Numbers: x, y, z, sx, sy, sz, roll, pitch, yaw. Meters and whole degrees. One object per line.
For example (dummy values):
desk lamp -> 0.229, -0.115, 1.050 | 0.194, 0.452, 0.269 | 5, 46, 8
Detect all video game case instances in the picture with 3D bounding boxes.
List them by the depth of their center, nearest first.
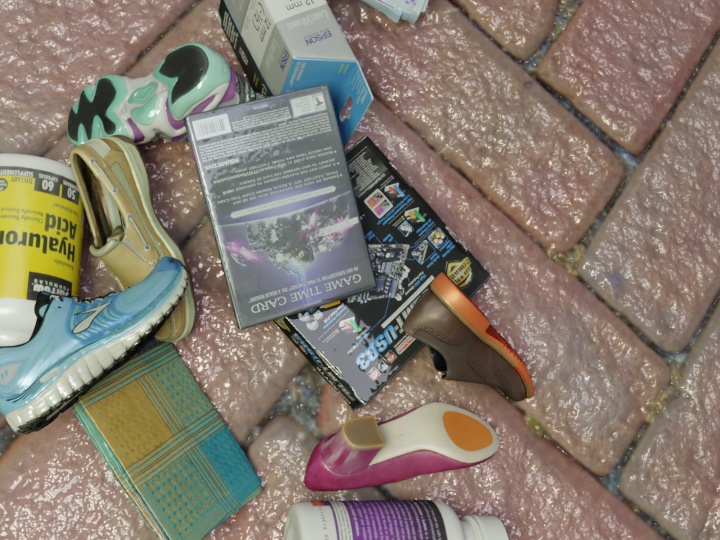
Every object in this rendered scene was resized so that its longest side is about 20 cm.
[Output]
video game case -> -0.073, -0.061, 0.885 | 0.141, 0.019, 0.203 | -16, 97, -17

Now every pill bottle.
pill bottle -> -0.310, 0.007, 0.846 | 0.110, 0.111, 0.203 | 3, 74, -14
pill bottle -> 0.033, 0.269, 0.863 | 0.197, 0.111, 0.113 | 3, 74, -14

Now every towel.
towel -> -0.181, 0.146, 0.849 | 0.201, 0.022, 0.146 | 55, 29, 6

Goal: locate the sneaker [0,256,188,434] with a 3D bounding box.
sneaker -> -0.226, 0.041, 0.781 | 0.090, 0.078, 0.200 | 49, 53, 0

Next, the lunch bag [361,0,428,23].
lunch bag -> 0.026, -0.395, 1.048 | 0.168, 0.127, 0.202 | 24, 76, -5

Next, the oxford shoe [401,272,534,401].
oxford shoe -> 0.108, 0.082, 0.935 | 0.072, 0.071, 0.200 | -43, 127, 2

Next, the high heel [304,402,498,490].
high heel -> 0.043, 0.185, 0.929 | 0.198, 0.096, 0.068 | 0, 52, -36

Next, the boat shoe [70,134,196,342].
boat shoe -> -0.218, -0.022, 0.864 | 0.076, 0.071, 0.202 | -31, 100, -61

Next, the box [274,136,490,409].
box -> 0.000, 0.000, 0.957 | 0.200, 0.050, 0.199 | -43, 91, -20

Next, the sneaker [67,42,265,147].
sneaker -> -0.184, -0.147, 0.938 | 0.139, 0.198, 0.079 | 25, 60, -56

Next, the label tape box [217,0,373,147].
label tape box -> -0.072, -0.222, 0.959 | 0.065, 0.143, 0.202 | -22, 81, -20
